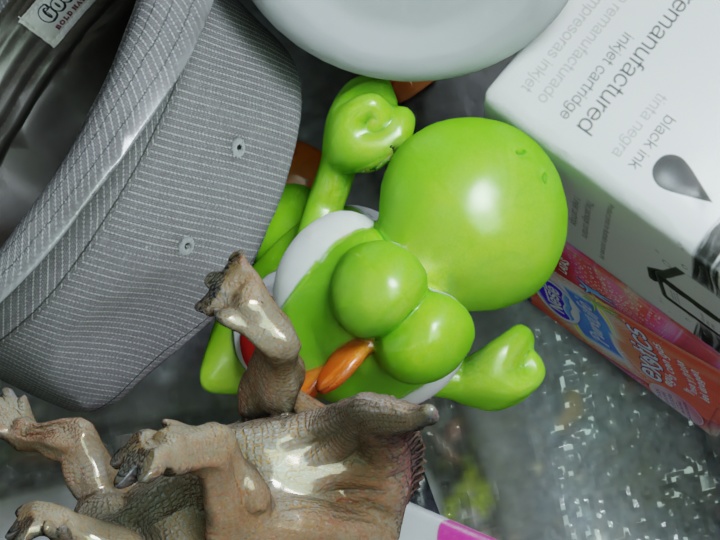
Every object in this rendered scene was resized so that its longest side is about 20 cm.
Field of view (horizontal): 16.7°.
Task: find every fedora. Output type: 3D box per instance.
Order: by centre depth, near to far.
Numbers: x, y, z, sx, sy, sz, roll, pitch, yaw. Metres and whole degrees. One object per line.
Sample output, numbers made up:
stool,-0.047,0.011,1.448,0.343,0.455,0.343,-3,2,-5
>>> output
fedora,-0.088,-0.026,0.801,0.090,0.176,0.201,35,72,-27

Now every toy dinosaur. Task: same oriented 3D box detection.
toy dinosaur,-0.034,0.081,0.724,0.199,0.086,0.136,-31,121,28

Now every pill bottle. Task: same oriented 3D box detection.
pill bottle,0.022,-0.161,0.811,0.115,0.201,0.116,3,127,4

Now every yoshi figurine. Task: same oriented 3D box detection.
yoshi figurine,0.014,-0.005,0.804,0.112,0.200,0.113,9,90,-13

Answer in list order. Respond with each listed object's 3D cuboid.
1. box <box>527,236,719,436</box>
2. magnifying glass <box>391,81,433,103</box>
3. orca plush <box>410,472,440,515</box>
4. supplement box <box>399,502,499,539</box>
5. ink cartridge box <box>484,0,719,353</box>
box,0.150,-0.055,0.891,0.102,0.095,0.200,36,78,12
magnifying glass,-0.031,-0.151,0.893,0.079,0.022,0.201,-35,98,-15
orca plush,-0.066,0.115,0.848,0.199,0.105,0.071,-30,65,-13
supplement box,0.072,0.178,0.838,0.200,0.101,0.104,43,76,-31
ink cartridge box,0.160,-0.039,0.792,0.200,0.084,0.146,36,78,13
